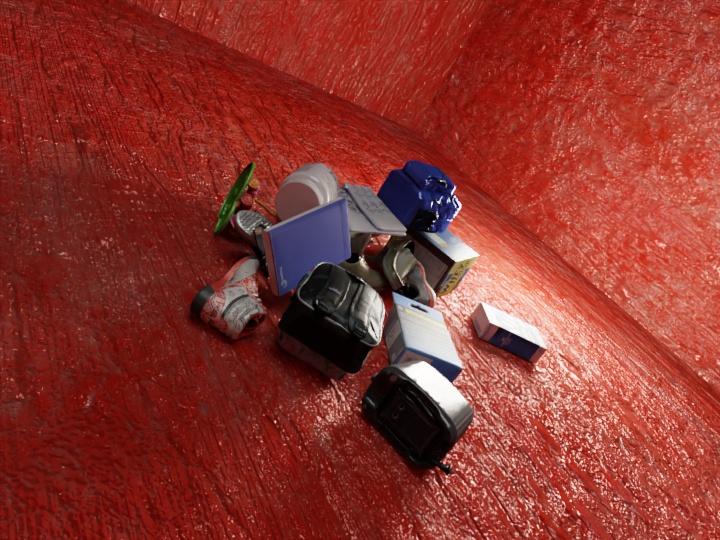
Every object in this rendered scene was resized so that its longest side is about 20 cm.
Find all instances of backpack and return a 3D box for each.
[{"bbox_3d":[0.178,-0.192,1.413,0.198,0.168,0.163,11,39,-41],"label":"backpack"},{"bbox_3d":[-0.048,0.083,0.952,0.176,0.151,0.201,32,31,-6],"label":"backpack"}]

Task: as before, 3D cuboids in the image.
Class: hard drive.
[{"bbox_3d":[-0.098,-0.050,1.028,0.025,0.134,0.199,20,36,38],"label":"hard drive"}]

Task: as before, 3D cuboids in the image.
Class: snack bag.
[{"bbox_3d":[0.000,-0.155,1.300,0.198,0.022,0.189,0,44,-43],"label":"snack bag"}]

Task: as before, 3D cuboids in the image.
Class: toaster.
[{"bbox_3d":[0.108,0.241,0.892,0.200,0.114,0.129,41,23,23],"label":"toaster"}]

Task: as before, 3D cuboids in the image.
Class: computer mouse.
[{"bbox_3d":[-0.131,-0.043,1.077,0.198,0.044,0.111,-4,65,-43],"label":"computer mouse"}]

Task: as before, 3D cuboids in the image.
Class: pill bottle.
[{"bbox_3d":[-0.115,-0.163,1.134,0.113,0.114,0.200,30,20,-4],"label":"pill bottle"}]

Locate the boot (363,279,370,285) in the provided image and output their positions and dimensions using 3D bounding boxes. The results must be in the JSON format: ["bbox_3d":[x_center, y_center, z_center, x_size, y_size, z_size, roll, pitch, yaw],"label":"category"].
[{"bbox_3d":[-0.055,0.034,1.163,0.198,0.078,0.139,28,12,-16],"label":"boot"}]

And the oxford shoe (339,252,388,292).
[{"bbox_3d":[0.000,0.000,1.265,0.198,0.075,0.071,14,28,-38],"label":"oxford shoe"}]

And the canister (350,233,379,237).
[{"bbox_3d":[-0.049,-0.121,1.364,0.147,0.088,0.199,-6,2,38],"label":"canister"}]

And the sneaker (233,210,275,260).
[{"bbox_3d":[-0.194,-0.052,1.109,0.199,0.079,0.079,28,43,-35],"label":"sneaker"}]

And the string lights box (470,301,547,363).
[{"bbox_3d":[0.411,0.173,1.460,0.198,0.059,0.103,25,26,-16],"label":"string lights box"}]

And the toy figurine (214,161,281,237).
[{"bbox_3d":[-0.214,-0.116,1.191,0.183,0.150,0.202,32,44,-24],"label":"toy figurine"}]

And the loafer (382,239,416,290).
[{"bbox_3d":[0.105,-0.026,1.349,0.076,0.069,0.201,60,24,-28],"label":"loafer"}]

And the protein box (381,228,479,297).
[{"bbox_3d":[0.201,-0.043,1.521,0.200,0.136,0.198,41,26,20],"label":"protein box"}]

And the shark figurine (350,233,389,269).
[{"bbox_3d":[0.005,-0.026,1.356,0.214,0.127,0.091,38,37,-64],"label":"shark figurine"}]

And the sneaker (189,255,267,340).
[{"bbox_3d":[-0.205,0.049,0.933,0.107,0.068,0.202,34,27,2],"label":"sneaker"}]

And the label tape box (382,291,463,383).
[{"bbox_3d":[0.128,0.149,1.151,0.143,0.064,0.201,24,25,-18],"label":"label tape box"}]

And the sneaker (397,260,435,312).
[{"bbox_3d":[0.126,0.027,1.376,0.081,0.078,0.201,9,32,-30],"label":"sneaker"}]
